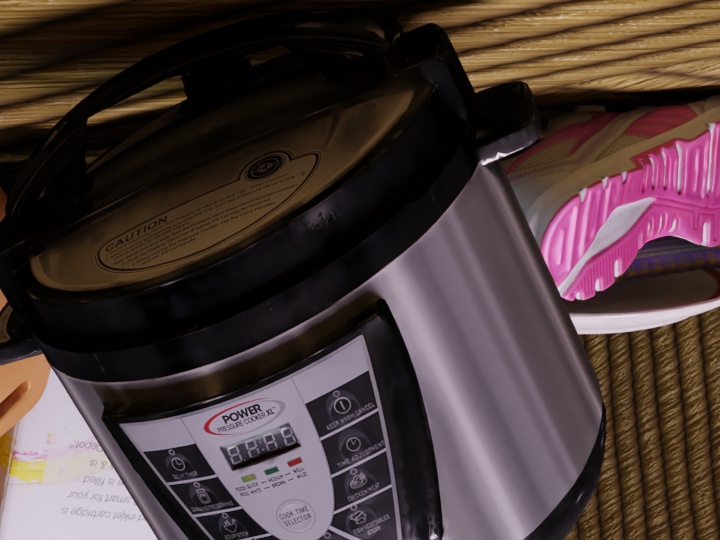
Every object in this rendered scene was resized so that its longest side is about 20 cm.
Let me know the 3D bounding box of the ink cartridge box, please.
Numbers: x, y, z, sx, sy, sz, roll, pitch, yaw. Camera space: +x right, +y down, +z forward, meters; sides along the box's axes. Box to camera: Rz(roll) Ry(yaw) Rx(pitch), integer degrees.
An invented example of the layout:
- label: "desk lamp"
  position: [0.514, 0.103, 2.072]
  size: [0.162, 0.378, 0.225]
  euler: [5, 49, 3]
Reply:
- label: "ink cartridge box"
  position: [-0.131, 0.074, 0.868]
  size: [0.144, 0.202, 0.144]
  euler: [11, -179, -31]

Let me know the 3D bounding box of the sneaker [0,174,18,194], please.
- label: "sneaker"
  position: [-0.248, -0.016, 1.021]
  size: [0.079, 0.072, 0.199]
  euler: [-9, -178, -33]

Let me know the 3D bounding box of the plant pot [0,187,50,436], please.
- label: "plant pot"
  position: [-0.225, 0.025, 0.722]
  size: [0.139, 0.202, 0.199]
  euler: [-24, -169, -39]

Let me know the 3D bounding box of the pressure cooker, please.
- label: "pressure cooker"
  position: [-0.024, 0.011, 0.597]
  size: [0.176, 0.201, 0.178]
  euler: [-40, -152, -28]

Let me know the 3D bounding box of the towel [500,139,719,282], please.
- label: "towel"
  position: [0.169, -0.039, 0.976]
  size: [0.198, 0.023, 0.144]
  euler: [-7, -143, -16]

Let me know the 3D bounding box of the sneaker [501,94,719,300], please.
- label: "sneaker"
  position: [0.140, -0.055, 0.906]
  size: [0.199, 0.082, 0.088]
  euler: [-18, -145, -38]

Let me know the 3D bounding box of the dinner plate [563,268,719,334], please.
- label: "dinner plate"
  position: [0.131, 0.006, 0.976]
  size: [0.198, 0.025, 0.200]
  euler: [-3, -164, 1]
